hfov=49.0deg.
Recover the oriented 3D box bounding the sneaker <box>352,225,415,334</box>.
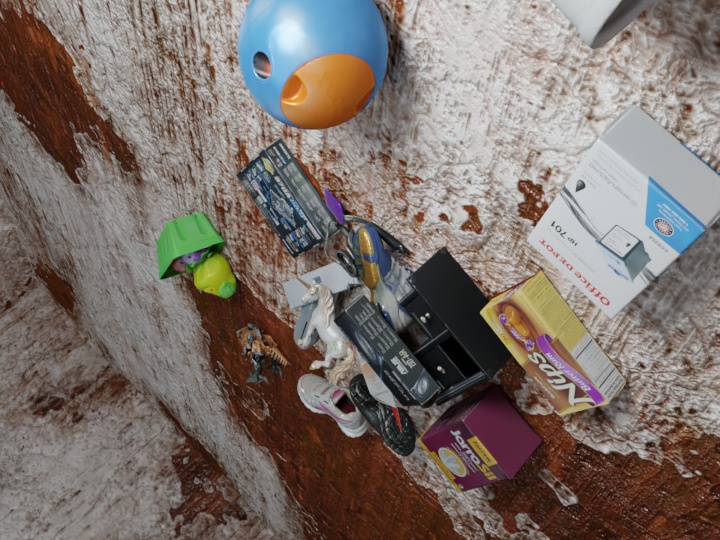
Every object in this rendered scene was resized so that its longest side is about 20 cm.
[{"bbox_3d":[0.049,0.007,1.333,0.075,0.087,0.204,35,147,59],"label":"sneaker"}]

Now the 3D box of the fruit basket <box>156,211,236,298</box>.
[{"bbox_3d":[-0.390,-0.014,1.887,0.215,0.153,0.220,38,138,45],"label":"fruit basket"}]

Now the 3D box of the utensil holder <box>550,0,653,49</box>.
[{"bbox_3d":[0.190,-0.323,0.670,0.201,0.169,0.170,48,151,8],"label":"utensil holder"}]

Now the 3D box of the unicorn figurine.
[{"bbox_3d":[-0.072,0.114,1.525,0.200,0.074,0.138,46,126,8],"label":"unicorn figurine"}]

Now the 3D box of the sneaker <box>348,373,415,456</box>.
[{"bbox_3d":[0.047,0.313,1.704,0.201,0.075,0.091,53,162,11],"label":"sneaker"}]

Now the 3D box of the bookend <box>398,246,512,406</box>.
[{"bbox_3d":[0.133,0.098,1.302,0.201,0.092,0.199,51,151,3],"label":"bookend"}]

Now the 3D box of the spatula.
[{"bbox_3d":[0.003,-0.082,1.357,0.198,0.021,0.057,32,152,29],"label":"spatula"}]

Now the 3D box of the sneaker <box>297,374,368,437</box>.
[{"bbox_3d":[-0.062,0.294,1.825,0.198,0.081,0.089,30,144,20],"label":"sneaker"}]

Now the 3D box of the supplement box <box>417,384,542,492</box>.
[{"bbox_3d":[0.209,0.305,1.415,0.132,0.103,0.200,50,151,5],"label":"supplement box"}]

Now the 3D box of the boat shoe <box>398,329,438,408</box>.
[{"bbox_3d":[0.073,0.171,1.489,0.066,0.071,0.203,-11,114,59],"label":"boat shoe"}]

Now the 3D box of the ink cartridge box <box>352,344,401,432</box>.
[{"bbox_3d":[0.023,0.199,1.544,0.163,0.049,0.203,-113,9,-55],"label":"ink cartridge box"}]

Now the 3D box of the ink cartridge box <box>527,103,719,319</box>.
[{"bbox_3d":[0.298,-0.060,0.897,0.146,0.086,0.201,44,149,13],"label":"ink cartridge box"}]

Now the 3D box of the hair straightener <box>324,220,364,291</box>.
[{"bbox_3d":[0.000,0.000,1.395,0.201,0.077,0.041,52,163,-3],"label":"hair straightener"}]

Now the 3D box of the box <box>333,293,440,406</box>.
[{"bbox_3d":[0.040,0.140,1.347,0.201,0.043,0.160,51,167,1],"label":"box"}]

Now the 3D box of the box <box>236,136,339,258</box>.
[{"bbox_3d":[-0.137,-0.130,1.478,0.202,0.046,0.158,55,151,-6],"label":"box"}]

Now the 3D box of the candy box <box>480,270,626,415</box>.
[{"bbox_3d":[0.277,0.110,1.148,0.201,0.056,0.116,53,151,0],"label":"candy box"}]

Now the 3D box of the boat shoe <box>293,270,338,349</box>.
[{"bbox_3d":[-0.081,0.071,1.606,0.074,0.066,0.202,45,129,20],"label":"boat shoe"}]

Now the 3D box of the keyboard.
[{"bbox_3d":[-0.081,0.027,1.542,0.198,0.011,0.058,-21,84,42],"label":"keyboard"}]

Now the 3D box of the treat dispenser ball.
[{"bbox_3d":[-0.062,-0.288,1.033,0.199,0.200,0.203,34,147,26],"label":"treat dispenser ball"}]

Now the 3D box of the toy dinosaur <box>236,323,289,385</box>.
[{"bbox_3d":[-0.250,0.208,1.981,0.200,0.100,0.139,-139,39,-62],"label":"toy dinosaur"}]
